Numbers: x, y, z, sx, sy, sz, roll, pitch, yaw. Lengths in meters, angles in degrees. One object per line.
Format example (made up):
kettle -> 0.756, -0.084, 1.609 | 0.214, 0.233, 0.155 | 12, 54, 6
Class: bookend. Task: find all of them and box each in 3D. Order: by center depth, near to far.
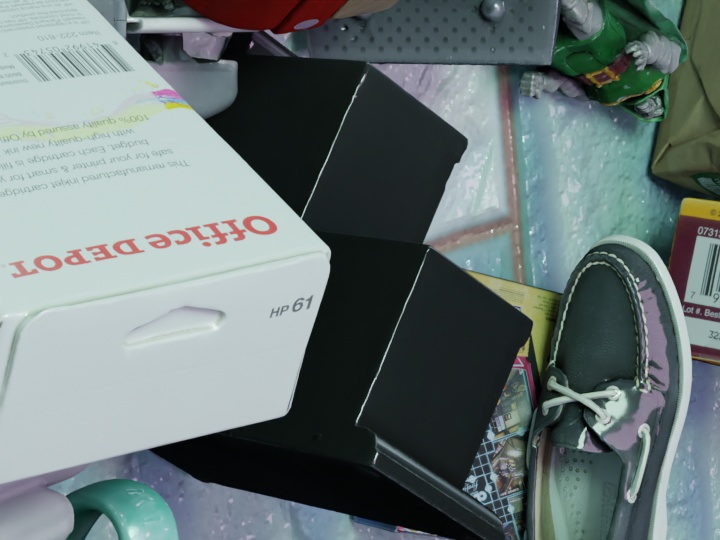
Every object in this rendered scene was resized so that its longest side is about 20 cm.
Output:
bookend -> 0.000, 0.000, 1.221 | 0.092, 0.199, 0.200 | 35, 71, -40

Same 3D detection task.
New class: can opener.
can opener -> -0.125, -0.090, 1.184 | 0.200, 0.053, 0.067 | -7, 101, -43

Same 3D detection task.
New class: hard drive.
hard drive -> 0.035, -0.196, 1.280 | 0.042, 0.135, 0.200 | -22, 112, -65

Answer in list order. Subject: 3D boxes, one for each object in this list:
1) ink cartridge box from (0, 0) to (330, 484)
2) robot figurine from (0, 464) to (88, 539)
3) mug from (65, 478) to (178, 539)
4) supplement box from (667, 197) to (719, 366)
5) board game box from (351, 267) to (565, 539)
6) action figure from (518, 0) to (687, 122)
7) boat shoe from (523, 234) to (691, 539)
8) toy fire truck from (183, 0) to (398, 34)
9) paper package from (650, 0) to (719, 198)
ink cartridge box -> -0.127, -0.019, 1.047 | 0.144, 0.200, 0.085 | -12, 131, -36
robot figurine -> -0.178, 0.047, 1.109 | 0.200, 0.113, 0.170 | -18, 69, -42
mug -> -0.110, 0.193, 1.183 | 0.152, 0.114, 0.185 | 37, 69, -42
supplement box -> 0.253, 0.022, 1.514 | 0.200, 0.110, 0.086 | 14, 88, -60
board game box -> 0.086, 0.077, 1.438 | 0.200, 0.035, 0.136 | 14, 86, -46
action figure -> 0.110, -0.117, 1.394 | 0.200, 0.118, 0.055 | 26, 53, -56
boat shoe -> 0.120, 0.084, 1.395 | 0.060, 0.076, 0.200 | -15, 106, -49
toy fire truck -> -0.071, -0.192, 1.167 | 0.200, 0.129, 0.176 | -12, 79, -24
paper package -> 0.281, -0.115, 1.509 | 0.200, 0.103, 0.191 | 15, 83, -24
